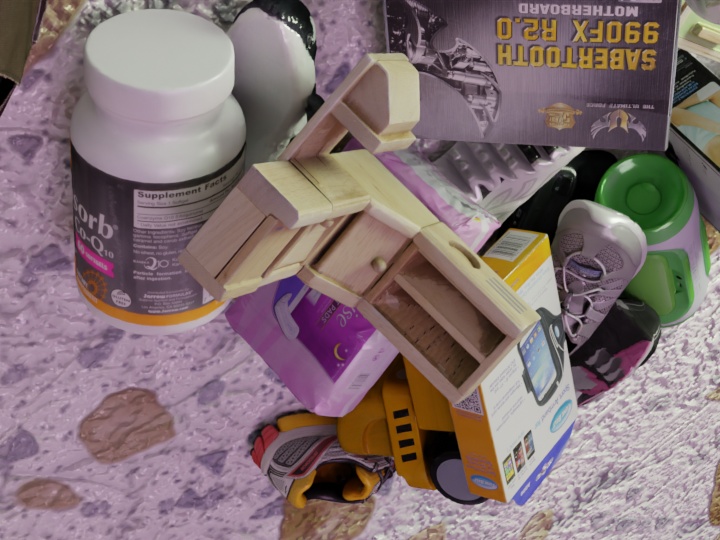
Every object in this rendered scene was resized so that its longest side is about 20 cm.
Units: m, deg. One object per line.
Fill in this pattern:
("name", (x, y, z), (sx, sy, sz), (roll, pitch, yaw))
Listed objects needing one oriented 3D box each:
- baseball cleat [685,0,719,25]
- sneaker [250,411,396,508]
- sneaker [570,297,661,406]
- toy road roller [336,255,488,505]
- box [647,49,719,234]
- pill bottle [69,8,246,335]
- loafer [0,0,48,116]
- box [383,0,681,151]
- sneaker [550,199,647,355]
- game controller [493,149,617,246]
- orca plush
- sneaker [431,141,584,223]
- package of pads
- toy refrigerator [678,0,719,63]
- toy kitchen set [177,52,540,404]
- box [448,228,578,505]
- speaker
("baseball cleat", (0.240, -0.268, 1.070), (0.106, 0.070, 0.201), (-12, 95, -59))
("sneaker", (0.005, 0.170, 1.358), (0.200, 0.082, 0.078), (-7, 132, -28))
("sneaker", (0.211, 0.074, 1.394), (0.086, 0.080, 0.200), (-20, 168, -34))
("toy road roller", (0.051, 0.090, 1.273), (0.146, 0.123, 0.200), (3, 123, 23))
("box", (0.303, -0.075, 1.230), (0.060, 0.200, 0.117), (-34, 138, -2))
("pill bottle", (-0.134, -0.064, 1.022), (0.116, 0.116, 0.200), (-14, 134, -22))
("loafer", (-0.221, -0.142, 0.924), (0.073, 0.071, 0.200), (1, 128, -33))
("box", (0.119, -0.161, 1.068), (0.199, 0.048, 0.159), (4, 135, 9))
("sneaker", (0.177, 0.020, 1.234), (0.200, 0.075, 0.082), (94, 21, -57))
("game controller", (0.154, -0.017, 1.319), (0.104, 0.042, 0.200), (-14, 137, -42))
("orca plush", (-0.048, -0.120, 1.062), (0.071, 0.105, 0.200), (-48, 145, -34))
("sneaker", (0.107, -0.076, 1.205), (0.200, 0.075, 0.081), (-34, 149, 15))
("package of pads", (0.000, 0.000, 1.157), (0.200, 0.121, 0.076), (-53, 157, 21))
("toy refrigerator", (0.216, -0.218, 1.138), (0.200, 0.070, 0.076), (11, 122, -40))
("toy kitchen set", (0.030, -0.020, 0.986), (0.163, 0.180, 0.200), (-49, 169, 19))
("box", (0.115, 0.083, 1.187), (0.119, 0.041, 0.200), (-43, 133, -39))
("speaker", (0.250, -0.022, 1.310), (0.088, 0.089, 0.200), (-34, 151, -1))
